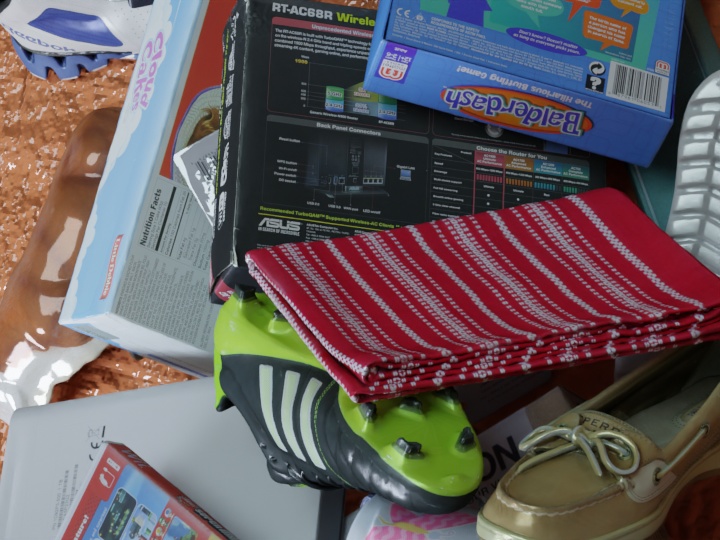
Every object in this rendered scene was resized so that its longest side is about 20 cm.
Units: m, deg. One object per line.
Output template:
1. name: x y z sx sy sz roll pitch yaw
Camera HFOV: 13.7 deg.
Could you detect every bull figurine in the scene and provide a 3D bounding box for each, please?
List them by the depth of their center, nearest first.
1. bull figurine: -0.148 0.001 1.675 0.121 0.065 0.201 9 77 31

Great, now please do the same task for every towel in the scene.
1. towel: 0.062 0.007 1.408 0.145 0.199 0.023 -132 38 -55

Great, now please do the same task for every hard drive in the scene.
1. hard drive: -0.099 0.120 1.522 0.199 0.026 0.132 -10 58 27

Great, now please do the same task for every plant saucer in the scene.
1. plant saucer: 0.157 -0.092 1.554 0.070 0.019 0.201 -28 56 19

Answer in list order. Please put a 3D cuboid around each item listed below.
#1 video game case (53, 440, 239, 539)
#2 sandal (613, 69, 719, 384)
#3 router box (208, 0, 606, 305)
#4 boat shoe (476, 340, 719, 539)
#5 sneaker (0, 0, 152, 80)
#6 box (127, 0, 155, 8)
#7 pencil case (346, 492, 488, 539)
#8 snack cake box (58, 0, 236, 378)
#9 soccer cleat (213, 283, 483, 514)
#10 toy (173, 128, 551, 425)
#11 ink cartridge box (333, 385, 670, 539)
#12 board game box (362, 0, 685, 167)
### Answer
1. video game case: -0.092 0.191 1.439 0.200 0.017 0.143 35 103 39
2. sandal: 0.182 0.001 1.477 0.082 0.050 0.203 16 94 15
3. router box: 0.025 -0.050 1.514 0.199 0.062 0.150 8 70 -13
4. boat shoe: 0.126 0.074 1.369 0.073 0.200 0.063 21 122 40
5. sneaker: -0.145 -0.168 1.714 0.199 0.115 0.081 -10 65 28
6. box: -0.060 -0.267 1.666 0.181 0.104 0.201 -10 61 -5
7. pencil case: 0.086 0.157 1.358 0.200 0.091 0.083 17 118 36
8. snack cake box: -0.075 -0.048 1.608 0.067 0.115 0.201 -11 60 60
9. soccer cleat: -0.007 0.074 1.391 0.200 0.067 0.081 38 127 50
10. toy: 0.000 0.000 1.562 0.115 0.047 0.200 -29 84 -6
11. ink cartridge box: 0.060 0.179 1.461 0.200 0.075 0.165 -33 57 16
12. board game box: 0.091 -0.159 1.523 0.152 0.045 0.201 16 54 -6
